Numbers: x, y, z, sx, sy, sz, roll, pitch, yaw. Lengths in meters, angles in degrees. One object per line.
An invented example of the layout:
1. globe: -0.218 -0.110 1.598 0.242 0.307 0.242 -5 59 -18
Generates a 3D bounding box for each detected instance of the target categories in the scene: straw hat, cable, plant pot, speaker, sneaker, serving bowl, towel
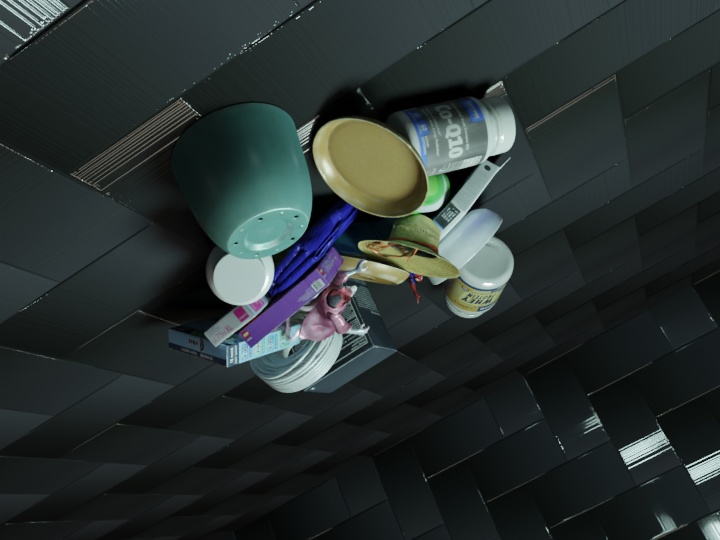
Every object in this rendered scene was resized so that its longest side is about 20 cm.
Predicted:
1. straw hat: 0.101 -0.059 1.407 0.199 0.086 0.201 16 167 4
2. cable: -0.133 0.156 1.564 0.198 0.201 0.069 -6 138 34
3. plant pot: 0.019 -0.166 1.188 0.028 0.198 0.201 -61 176 -33
4. speaker: 0.070 -0.148 1.359 0.198 0.089 0.088 -2 148 -41
5. plant pot: 0.000 0.000 1.515 0.197 0.028 0.200 11 174 1
6. sneaker: 0.016 -0.039 1.538 0.198 0.080 0.131 -12 152 -25
7. serving bowl: 0.203 -0.063 1.586 0.200 0.066 0.200 -45 -176 4
8. towel: -0.082 -0.043 1.356 0.148 0.049 0.200 -49 180 41
9. plant pot: -0.161 -0.116 1.112 0.198 0.162 0.201 -20 156 -9

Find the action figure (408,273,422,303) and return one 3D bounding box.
1. action figure: 0.141 -0.002 1.716 0.065 0.100 0.200 -22 158 -5

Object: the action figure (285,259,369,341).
1. action figure: -0.059 0.055 1.397 0.147 0.136 0.200 0 165 -12

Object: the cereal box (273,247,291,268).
1. cereal box: -0.165 0.027 1.544 0.142 0.040 0.200 -22 156 -4

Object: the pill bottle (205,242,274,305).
1. pill bottle: -0.199 -0.006 1.247 0.110 0.113 0.200 -23 -168 -4

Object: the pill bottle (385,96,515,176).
1. pill bottle: 0.149 -0.223 1.249 0.198 0.115 0.114 -16 155 -19

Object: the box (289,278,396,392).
1. box: -0.057 0.138 1.677 0.199 0.200 0.123 -33 154 20

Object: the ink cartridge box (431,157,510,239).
1. ink cartridge box: 0.193 -0.131 1.499 0.200 0.043 0.198 -47 178 -36

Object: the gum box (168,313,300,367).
1. gum box: -0.244 0.128 1.476 0.168 0.045 0.199 11 -164 37

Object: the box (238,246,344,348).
1. box: -0.125 0.047 1.381 0.199 0.039 0.137 -39 -173 19

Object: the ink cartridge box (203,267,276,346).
1. ink cartridge box: -0.196 0.054 1.395 0.119 0.042 0.200 -36 -174 31

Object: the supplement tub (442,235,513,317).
1. supplement tub: 0.278 0.018 1.821 0.143 0.146 0.201 -18 155 -15
